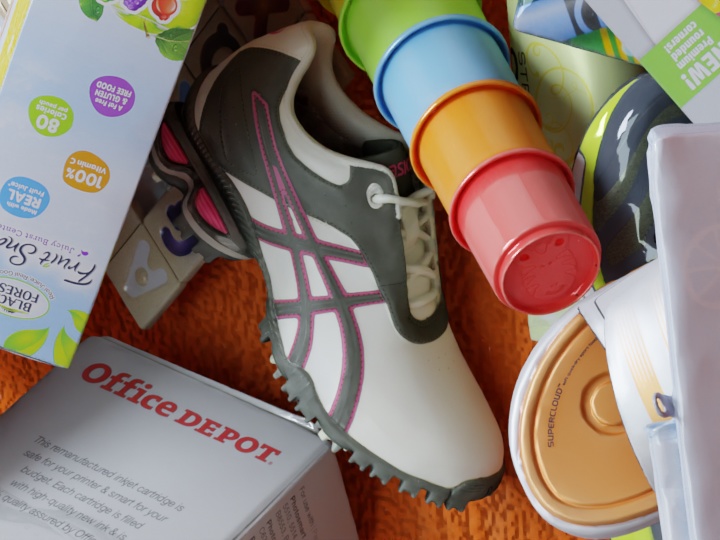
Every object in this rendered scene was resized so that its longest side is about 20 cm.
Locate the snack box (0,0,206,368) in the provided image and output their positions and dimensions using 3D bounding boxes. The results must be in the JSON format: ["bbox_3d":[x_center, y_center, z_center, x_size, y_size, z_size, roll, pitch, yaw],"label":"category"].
[{"bbox_3d":[-0.104,-0.090,1.159,0.067,0.169,0.201,19,113,-10],"label":"snack box"}]

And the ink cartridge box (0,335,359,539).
[{"bbox_3d":[-0.116,0.133,1.218,0.146,0.200,0.085,22,141,37],"label":"ink cartridge box"}]

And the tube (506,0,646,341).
[{"bbox_3d":[0.082,-0.068,1.114,0.052,0.058,0.201,-5,101,1],"label":"tube"}]

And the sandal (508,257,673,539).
[{"bbox_3d":[0.137,0.013,0.993,0.206,0.059,0.079,-31,79,5],"label":"sandal"}]

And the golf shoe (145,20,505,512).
[{"bbox_3d":[0.000,0.000,1.165,0.088,0.077,0.200,-38,86,31],"label":"golf shoe"}]

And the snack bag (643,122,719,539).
[{"bbox_3d":[0.177,0.039,0.967,0.021,0.188,0.201,-176,78,-71],"label":"snack bag"}]

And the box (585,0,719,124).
[{"bbox_3d":[0.124,-0.147,0.976,0.156,0.041,0.200,-41,90,25],"label":"box"}]

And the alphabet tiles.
[{"bbox_3d":[-0.099,-0.104,1.267,0.200,0.008,0.167,56,129,19],"label":"alphabet tiles"}]

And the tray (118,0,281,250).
[{"bbox_3d":[-0.067,-0.109,1.257,0.107,0.022,0.201,0,97,41],"label":"tray"}]

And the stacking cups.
[{"bbox_3d":[0.037,-0.057,1.097,0.061,0.060,0.200,-60,36,31],"label":"stacking cups"}]

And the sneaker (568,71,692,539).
[{"bbox_3d":[0.127,0.027,1.062,0.081,0.074,0.201,8,111,62],"label":"sneaker"}]

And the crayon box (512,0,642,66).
[{"bbox_3d":[0.135,-0.163,1.017,0.125,0.052,0.201,17,109,14],"label":"crayon box"}]
